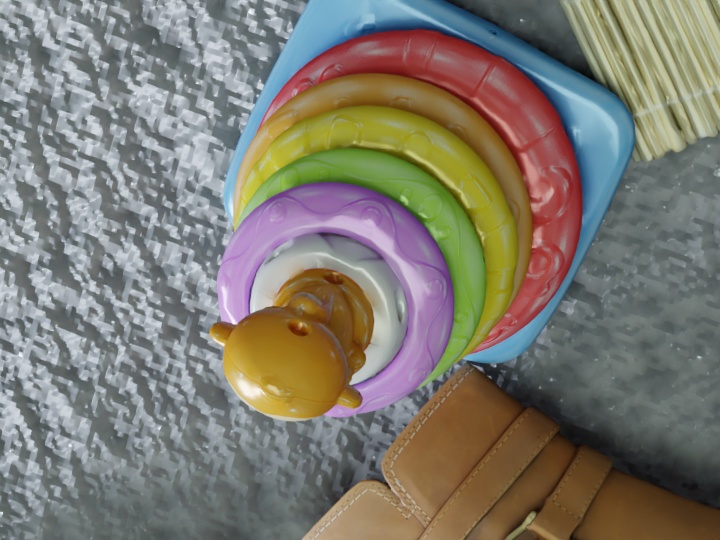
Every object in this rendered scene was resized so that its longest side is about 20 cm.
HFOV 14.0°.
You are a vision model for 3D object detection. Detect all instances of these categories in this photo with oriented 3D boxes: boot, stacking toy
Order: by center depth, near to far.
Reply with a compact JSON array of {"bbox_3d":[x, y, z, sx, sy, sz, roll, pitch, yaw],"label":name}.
[{"bbox_3d":[0.000,0.000,0.857,0.116,0.200,0.110,28,115,2],"label":"stacking toy"},{"bbox_3d":[0.087,0.085,0.944,0.200,0.074,0.155,-42,79,2],"label":"boot"}]

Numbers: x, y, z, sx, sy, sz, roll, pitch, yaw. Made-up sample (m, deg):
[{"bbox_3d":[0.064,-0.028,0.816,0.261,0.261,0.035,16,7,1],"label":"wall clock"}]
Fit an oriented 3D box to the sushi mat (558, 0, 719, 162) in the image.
[{"bbox_3d":[0.086,-0.135,0.887,0.095,0.012,0.200,-21,106,20],"label":"sushi mat"}]
